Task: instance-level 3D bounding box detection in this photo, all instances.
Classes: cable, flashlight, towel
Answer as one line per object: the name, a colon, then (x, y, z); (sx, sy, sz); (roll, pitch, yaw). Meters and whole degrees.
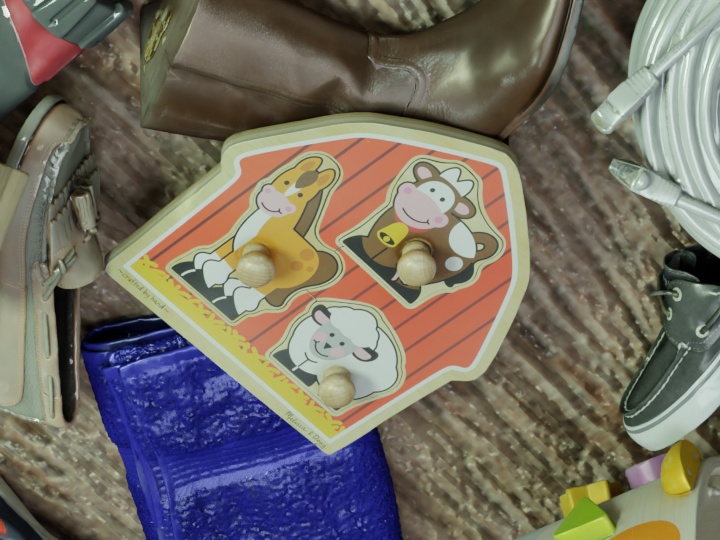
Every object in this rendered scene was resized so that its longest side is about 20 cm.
cable: (0.232, -0.092, 1.396); (0.200, 0.069, 0.200); (35, 98, -16)
flashlight: (-0.201, -0.096, 1.386); (0.200, 0.068, 0.068); (-35, 153, 23)
towel: (-0.061, 0.105, 1.548); (0.147, 0.050, 0.201); (-12, 125, 4)

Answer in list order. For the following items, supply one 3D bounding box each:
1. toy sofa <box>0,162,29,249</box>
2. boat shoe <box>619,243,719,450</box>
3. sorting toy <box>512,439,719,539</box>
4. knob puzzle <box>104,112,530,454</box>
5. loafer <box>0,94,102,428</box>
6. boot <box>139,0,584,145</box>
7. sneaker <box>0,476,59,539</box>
toy sofa: (-0.265, -0.046, 1.360); (0.199, 0.098, 0.083); (21, 89, 13)
boat shoe: (0.190, 0.007, 1.494); (0.066, 0.070, 0.200); (30, 117, -15)
sorting toy: (0.132, 0.162, 1.560); (0.179, 0.200, 0.108); (-15, 82, 25)
knob puzzle: (0.000, 0.000, 1.430); (0.218, 0.031, 0.221); (-1, 128, -1)
loafer: (-0.156, -0.001, 1.443); (0.063, 0.072, 0.201); (27, 131, 10)
boot: (-0.003, -0.123, 1.390); (0.199, 0.064, 0.187); (18, 120, -12)
sneaker: (-0.179, 0.192, 1.576); (0.075, 0.085, 0.200); (-40, 120, 21)
